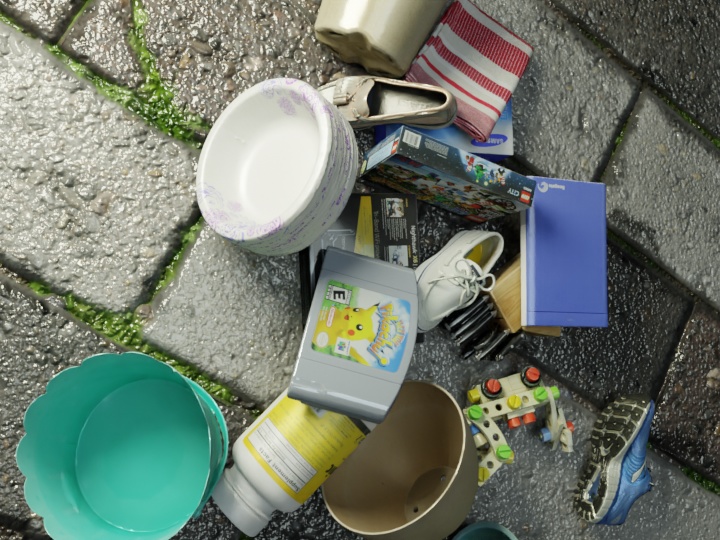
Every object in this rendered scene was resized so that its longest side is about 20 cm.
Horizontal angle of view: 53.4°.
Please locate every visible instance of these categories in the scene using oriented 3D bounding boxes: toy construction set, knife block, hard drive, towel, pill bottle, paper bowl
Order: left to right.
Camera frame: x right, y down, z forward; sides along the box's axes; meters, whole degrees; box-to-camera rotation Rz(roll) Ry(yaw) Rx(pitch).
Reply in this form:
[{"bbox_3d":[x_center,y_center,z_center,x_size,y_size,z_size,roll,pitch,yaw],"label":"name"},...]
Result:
[{"bbox_3d":[-0.092,-0.117,0.859,0.104,0.198,0.204,25,75,-54],"label":"paper bowl"},{"bbox_3d":[-0.084,0.215,0.863,0.200,0.111,0.111,-44,100,-8],"label":"pill bottle"},{"bbox_3d":[0.156,-0.288,1.004,0.143,0.023,0.201,34,62,-5],"label":"towel"},{"bbox_3d":[0.198,0.032,1.007,0.173,0.064,0.203,12,82,-19],"label":"knife block"},{"bbox_3d":[0.214,0.211,0.985,0.197,0.092,0.133,-6,63,-27],"label":"toy construction set"},{"bbox_3d":[0.283,-0.024,0.995,0.130,0.025,0.204,3,84,-19],"label":"hard drive"}]

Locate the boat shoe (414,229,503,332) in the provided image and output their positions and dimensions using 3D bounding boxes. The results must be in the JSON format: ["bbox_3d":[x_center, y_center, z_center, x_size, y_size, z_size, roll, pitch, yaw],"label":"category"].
[{"bbox_3d":[0.135,0.010,0.941,0.202,0.085,0.075,-41,114,-39],"label":"boat shoe"}]

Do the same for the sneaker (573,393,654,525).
[{"bbox_3d":[0.388,0.280,1.058,0.088,0.078,0.202,25,86,-23],"label":"sneaker"}]

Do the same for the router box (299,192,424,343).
[{"bbox_3d":[0.000,0.000,0.945,0.155,0.052,0.204,-1,86,-20],"label":"router box"}]

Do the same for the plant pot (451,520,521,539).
[{"bbox_3d":[0.221,0.454,0.926,0.194,0.200,0.203,26,78,-24],"label":"plant pot"}]

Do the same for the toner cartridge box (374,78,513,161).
[{"bbox_3d":[0.118,-0.210,1.008,0.197,0.043,0.097,0,86,-20],"label":"toner cartridge box"}]

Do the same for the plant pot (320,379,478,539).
[{"bbox_3d":[0.069,0.258,0.892,0.201,0.199,0.135,-51,127,-15],"label":"plant pot"}]

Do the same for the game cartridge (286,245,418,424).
[{"bbox_3d":[0.000,0.072,0.845,0.131,0.041,0.202,16,59,-5],"label":"game cartridge"}]

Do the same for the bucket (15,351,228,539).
[{"bbox_3d":[-0.244,0.195,0.772,0.204,0.135,0.211,1,76,-2],"label":"bucket"}]

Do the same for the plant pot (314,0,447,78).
[{"bbox_3d":[0.033,-0.363,0.927,0.198,0.200,0.186,24,90,-16],"label":"plant pot"}]

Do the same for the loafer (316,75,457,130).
[{"bbox_3d":[0.027,-0.222,0.925,0.197,0.063,0.073,4,88,9],"label":"loafer"}]

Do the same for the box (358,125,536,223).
[{"bbox_3d":[0.112,-0.121,0.949,0.197,0.136,0.038,19,78,-17],"label":"box"}]
